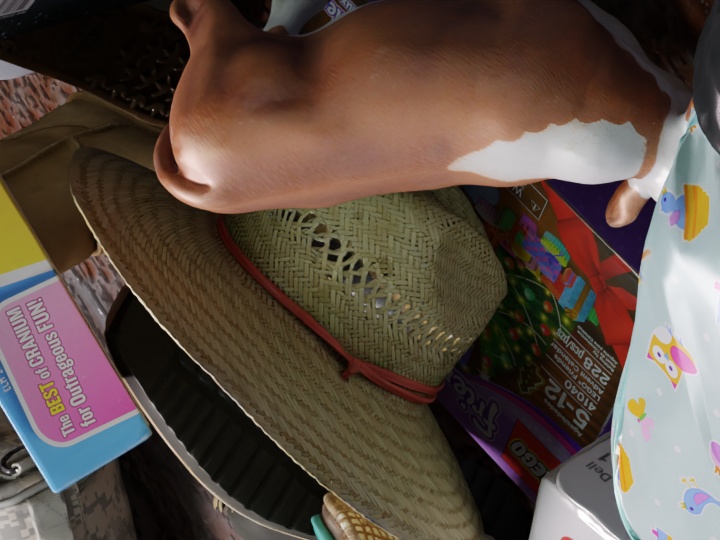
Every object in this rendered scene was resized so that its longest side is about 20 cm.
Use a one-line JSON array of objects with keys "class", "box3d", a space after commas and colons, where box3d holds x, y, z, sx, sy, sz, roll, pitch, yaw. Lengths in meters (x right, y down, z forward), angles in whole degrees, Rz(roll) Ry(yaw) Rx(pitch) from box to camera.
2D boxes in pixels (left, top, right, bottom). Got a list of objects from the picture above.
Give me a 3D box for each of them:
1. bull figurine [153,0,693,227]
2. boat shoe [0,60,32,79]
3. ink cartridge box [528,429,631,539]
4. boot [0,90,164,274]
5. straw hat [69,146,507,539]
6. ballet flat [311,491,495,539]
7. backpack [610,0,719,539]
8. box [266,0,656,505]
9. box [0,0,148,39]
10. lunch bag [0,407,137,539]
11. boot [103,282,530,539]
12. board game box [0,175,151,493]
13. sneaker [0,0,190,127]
[{"class": "bull figurine", "box3d": [0.029, -0.067, 0.960, 0.065, 0.199, 0.122, 88, 176, -52]}, {"class": "boat shoe", "box3d": [-0.148, -0.173, 1.196, 0.070, 0.071, 0.201, -112, 18, -45]}, {"class": "ink cartridge box", "box3d": [0.126, 0.164, 1.044, 0.146, 0.084, 0.201, 39, 140, 29]}, {"class": "boot", "box3d": [-0.137, -0.001, 1.169, 0.175, 0.200, 0.066, 23, 128, 42]}, {"class": "straw hat", "box3d": [0.000, 0.000, 1.014, 0.085, 0.201, 0.201, -46, 71, 12]}, {"class": "ballet flat", "box3d": [0.029, 0.126, 1.075, 0.200, 0.065, 0.071, 74, 173, -61]}, {"class": "backpack", "box3d": [0.151, 0.016, 0.871, 0.167, 0.126, 0.201, 37, 142, 27]}, {"class": "box", "box3d": [0.037, -0.021, 1.071, 0.200, 0.039, 0.137, 47, 144, 21]}, {"class": "box", "box3d": [-0.105, -0.157, 1.019, 0.137, 0.200, 0.038, 54, 127, 11]}, {"class": "lunch bag", "box3d": [-0.167, 0.153, 1.368, 0.168, 0.139, 0.201, 26, 132, 53]}, {"class": "boot", "box3d": [-0.046, 0.073, 1.160, 0.200, 0.078, 0.138, 42, 158, -23]}, {"class": "board game box", "box3d": [-0.149, -0.029, 1.032, 0.201, 0.040, 0.153, 60, 174, -13]}, {"class": "sneaker", "box3d": [-0.126, -0.125, 1.114, 0.090, 0.067, 0.200, 53, -168, 32]}]
